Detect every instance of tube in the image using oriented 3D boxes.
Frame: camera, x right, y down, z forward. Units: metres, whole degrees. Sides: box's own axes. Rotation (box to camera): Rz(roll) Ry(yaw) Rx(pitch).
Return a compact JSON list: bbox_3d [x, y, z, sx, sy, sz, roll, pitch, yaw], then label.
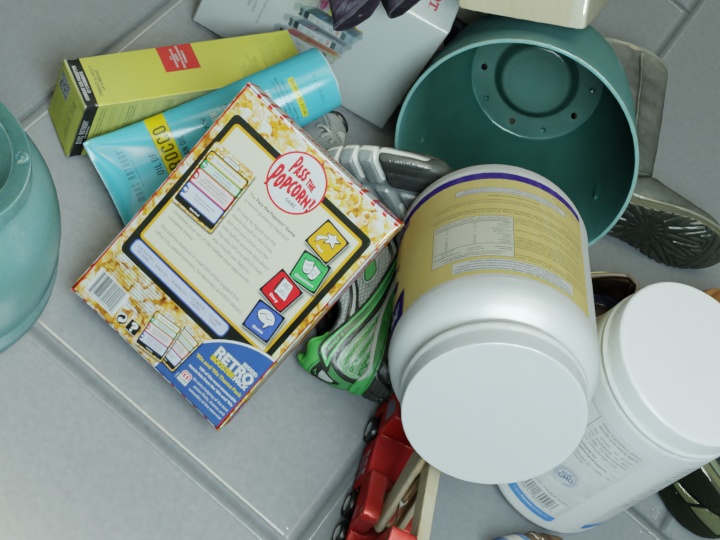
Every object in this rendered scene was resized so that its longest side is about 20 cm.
[{"bbox_3d":[-0.112,-0.110,1.050,0.199,0.050,0.078,-28,105,-11],"label":"tube"}]

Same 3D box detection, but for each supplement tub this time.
[{"bbox_3d":[0.093,0.034,0.939,0.144,0.146,0.201,23,35,-11],"label":"supplement tub"},{"bbox_3d":[0.194,0.109,1.015,0.131,0.200,0.133,13,57,-22],"label":"supplement tub"}]

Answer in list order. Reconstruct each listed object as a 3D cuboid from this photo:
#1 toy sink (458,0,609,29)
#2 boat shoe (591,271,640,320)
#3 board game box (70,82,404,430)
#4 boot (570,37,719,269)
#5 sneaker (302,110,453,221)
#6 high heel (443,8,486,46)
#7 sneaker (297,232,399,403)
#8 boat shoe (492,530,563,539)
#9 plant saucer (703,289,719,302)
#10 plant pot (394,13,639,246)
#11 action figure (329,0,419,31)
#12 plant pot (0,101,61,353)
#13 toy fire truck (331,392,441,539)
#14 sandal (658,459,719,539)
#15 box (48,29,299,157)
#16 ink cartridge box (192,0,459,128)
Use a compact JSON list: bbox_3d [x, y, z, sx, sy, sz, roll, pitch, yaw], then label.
[{"bbox_3d":[0.154,-0.285,1.100,0.111,0.132,0.200,12,22,13],"label":"toy sink"},{"bbox_3d":[0.148,0.038,1.112,0.198,0.060,0.072,-5,44,-28],"label":"boat shoe"},{"bbox_3d":[-0.089,-0.010,0.972,0.151,0.046,0.200,43,97,3],"label":"board game box"},{"bbox_3d":[0.274,-0.115,1.272,0.180,0.073,0.201,25,48,-13],"label":"boot"},{"bbox_3d":[-0.011,-0.093,1.068,0.198,0.076,0.116,-2,40,22],"label":"sneaker"},{"bbox_3d":[0.134,-0.275,1.295,0.141,0.071,0.202,7,62,-29],"label":"high heel"},{"bbox_3d":[0.000,0.000,1.064,0.084,0.078,0.202,18,57,-14],"label":"sneaker"},{"bbox_3d":[0.161,0.284,0.982,0.072,0.072,0.202,-7,66,-29],"label":"boat shoe"},{"bbox_3d":[0.340,0.106,1.127,0.200,0.037,0.202,35,41,-37],"label":"plant saucer"},{"bbox_3d":[0.141,-0.134,1.139,0.199,0.201,0.161,31,35,-6],"label":"plant pot"},{"bbox_3d":[-0.021,-0.289,1.042,0.129,0.069,0.201,-18,75,-38],"label":"action figure"},{"bbox_3d":[-0.295,-0.048,0.918,0.198,0.134,0.202,12,58,-20],"label":"plant pot"},{"bbox_3d":[0.030,0.161,0.947,0.048,0.141,0.201,26,55,-9],"label":"toy fire truck"},{"bbox_3d":[0.257,0.125,1.108,0.057,0.080,0.202,-32,96,-36],"label":"sandal"},{"bbox_3d":[-0.146,-0.144,1.080,0.198,0.075,0.050,-14,68,-29],"label":"box"},{"bbox_3d":[-0.015,-0.256,1.160,0.199,0.145,0.146,28,54,-9],"label":"ink cartridge box"}]
